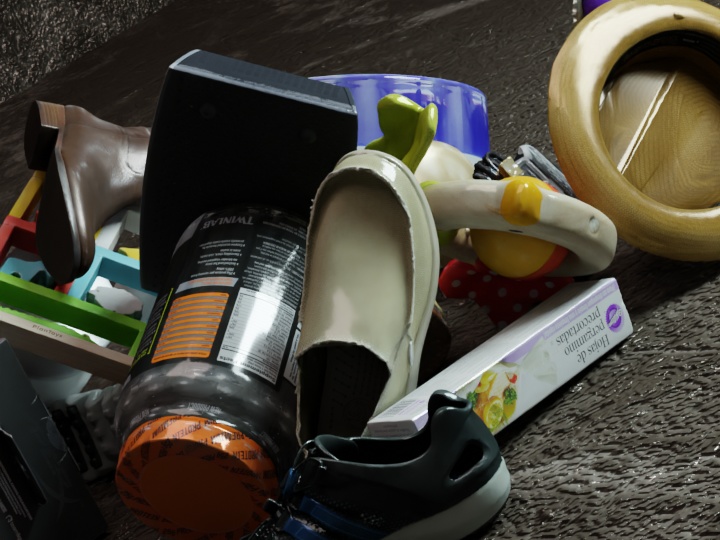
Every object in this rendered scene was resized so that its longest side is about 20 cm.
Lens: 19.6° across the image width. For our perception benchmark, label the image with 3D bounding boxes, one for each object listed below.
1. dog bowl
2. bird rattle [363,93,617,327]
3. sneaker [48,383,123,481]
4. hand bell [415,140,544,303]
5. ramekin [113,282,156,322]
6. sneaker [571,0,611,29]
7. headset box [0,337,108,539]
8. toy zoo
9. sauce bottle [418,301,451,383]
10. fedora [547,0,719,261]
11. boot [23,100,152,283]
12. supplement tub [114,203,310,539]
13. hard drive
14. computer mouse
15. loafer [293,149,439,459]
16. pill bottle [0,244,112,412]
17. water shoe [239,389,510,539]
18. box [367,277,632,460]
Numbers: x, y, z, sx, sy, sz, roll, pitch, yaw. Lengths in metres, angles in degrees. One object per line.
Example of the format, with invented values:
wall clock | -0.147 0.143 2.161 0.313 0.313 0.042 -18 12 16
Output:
dog bowl | 0.004 -0.098 1.667 0.199 0.079 0.200 -1 -7 0
bird rattle | 0.084 -0.017 1.299 0.163 0.200 0.113 2 66 45
sneaker | -0.135 0.096 1.444 0.081 0.075 0.200 -26 13 -41
hand bell | 0.082 -0.015 1.482 0.104 0.104 0.200 -28 28 -12
ramekin | -0.089 0.017 1.573 0.200 0.098 0.201 -23 16 7
sneaker | 0.219 -0.143 1.449 0.099 0.200 0.070 -11 41 28
headset box | -0.265 0.127 1.386 0.075 0.149 0.200 -37 19 -34
toy zoo | -0.189 -0.006 1.455 0.131 0.021 0.200 19 37 0
sauce bottle | 0.000 0.000 1.425 0.066 0.066 0.200 -27 38 -6
fedora | 0.199 -0.084 1.367 0.200 0.201 0.082 -34 -9 -29
boot | -0.129 -0.050 1.475 0.199 0.064 0.187 9 40 -23
supplement tub | -0.079 0.064 1.292 0.122 0.123 0.200 -17 37 29
hard drive | -0.072 -0.052 1.351 0.134 0.200 0.042 14 45 1
computer mouse | 0.127 -0.045 1.486 0.044 0.110 0.200 -48 -1 11
loafer | 0.001 0.030 1.204 0.075 0.201 0.068 1 2 19
pill bottle | -0.262 0.067 1.532 0.114 0.114 0.200 -40 -2 -43
water shoe | -0.020 0.128 1.129 0.199 0.079 0.072 -25 14 2
box | 0.085 0.062 1.226 0.041 0.039 0.200 -7 18 46
